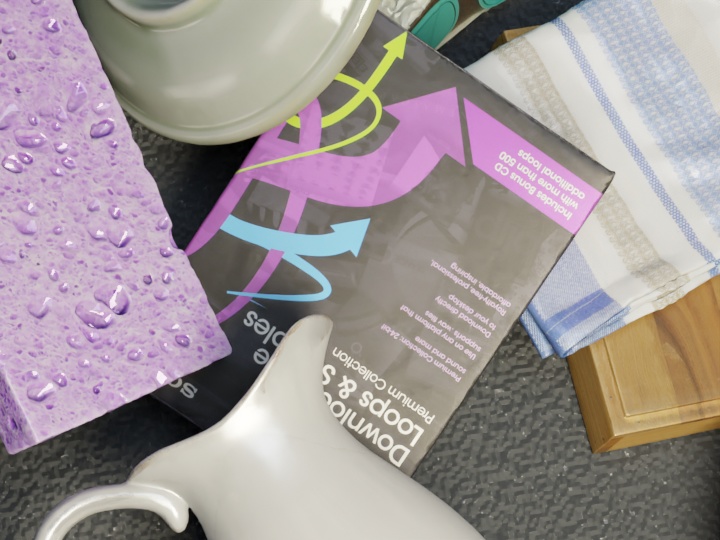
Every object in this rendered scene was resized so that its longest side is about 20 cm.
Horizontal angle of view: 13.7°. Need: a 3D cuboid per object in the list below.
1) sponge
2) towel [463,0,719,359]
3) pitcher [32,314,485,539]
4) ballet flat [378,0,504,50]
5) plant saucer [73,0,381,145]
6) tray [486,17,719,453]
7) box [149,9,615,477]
[{"bbox_3d":[-0.142,-0.033,1.277,0.111,0.030,0.201,-23,87,-37],"label":"sponge"},{"bbox_3d":[0.132,-0.060,1.395,0.199,0.024,0.147,-28,80,-20],"label":"towel"},{"bbox_3d":[-0.027,0.146,1.264,0.171,0.121,0.201,-35,85,-4],"label":"pitcher"},{"bbox_3d":[0.032,-0.143,1.413,0.072,0.072,0.200,45,67,3],"label":"ballet flat"},{"bbox_3d":[-0.070,-0.158,1.325,0.050,0.199,0.202,11,65,-49],"label":"plant saucer"},{"bbox_3d":[0.133,-0.022,1.414,0.098,0.037,0.201,-10,76,-17],"label":"tray"},{"bbox_3d":[0.000,0.000,1.333,0.143,0.036,0.201,34,93,-1],"label":"box"}]
